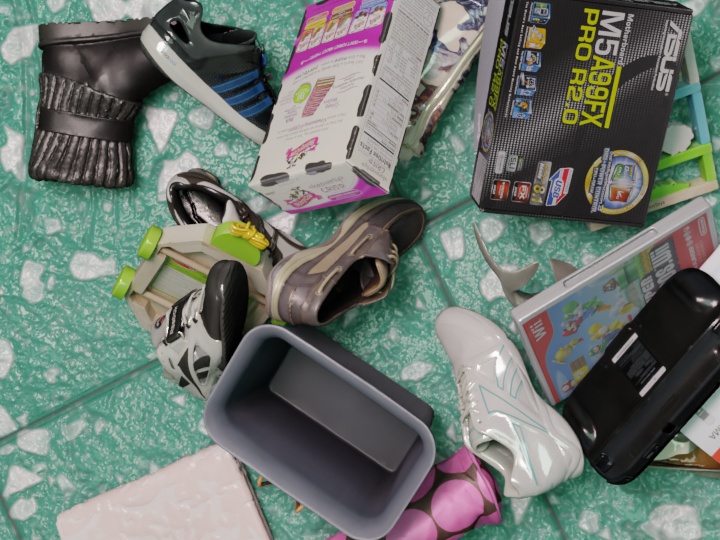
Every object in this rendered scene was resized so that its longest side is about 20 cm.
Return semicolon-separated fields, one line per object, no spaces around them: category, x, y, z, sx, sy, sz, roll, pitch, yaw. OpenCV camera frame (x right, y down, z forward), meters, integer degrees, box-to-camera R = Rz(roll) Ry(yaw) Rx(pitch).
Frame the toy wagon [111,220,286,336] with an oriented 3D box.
toy wagon;-0.137;0.010;1.285;0.154;0.040;0.200;27;136;-14

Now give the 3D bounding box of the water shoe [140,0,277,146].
water shoe;-0.110;-0.180;1.280;0.199;0.072;0.079;33;104;-38

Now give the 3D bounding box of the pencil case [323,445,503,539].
pencil case;0.045;0.251;1.304;0.199;0.094;0.091;-33;42;6

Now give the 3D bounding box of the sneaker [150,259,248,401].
sneaker;-0.151;0.056;1.252;0.088;0.201;0.075;17;51;3

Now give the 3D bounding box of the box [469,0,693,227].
box;0.192;-0.145;1.215;0.158;0.044;0.202;6;111;-11

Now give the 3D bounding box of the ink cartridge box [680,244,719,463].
ink cartridge box;0.342;0.094;1.205;0.160;0.047;0.200;-52;50;20

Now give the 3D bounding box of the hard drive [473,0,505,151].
hard drive;0.178;-0.200;1.262;0.133;0.042;0.202;2;109;-15

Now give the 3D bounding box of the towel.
towel;-0.178;0.291;1.356;0.199;0.032;0.193;-24;88;7

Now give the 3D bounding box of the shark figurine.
shark figurine;0.185;0.012;1.281;0.213;0.090;0.129;1;132;-27

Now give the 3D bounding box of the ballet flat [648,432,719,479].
ballet flat;0.318;0.163;1.280;0.198;0.064;0.068;2;93;7

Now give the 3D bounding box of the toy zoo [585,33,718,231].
toy zoo;0.249;-0.148;1.259;0.130;0.020;0.202;-19;114;-2

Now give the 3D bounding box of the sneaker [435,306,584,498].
sneaker;0.122;0.120;1.275;0.080;0.071;0.201;-26;67;-22

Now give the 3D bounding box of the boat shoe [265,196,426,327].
boat shoe;0.000;0.000;1.270;0.073;0.200;0.075;28;138;32

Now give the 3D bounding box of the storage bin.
storage bin;-0.028;0.141;1.267;0.199;0.134;0.146;33;104;7

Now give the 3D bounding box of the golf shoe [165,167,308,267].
golf shoe;-0.112;-0.020;1.318;0.199;0.094;0.078;37;93;4

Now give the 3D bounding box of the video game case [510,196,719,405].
video game case;0.240;0.031;1.250;0.199;0.143;0.017;-31;48;-1

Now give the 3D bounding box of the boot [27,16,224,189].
boot;-0.220;-0.158;1.337;0.209;0.079;0.160;0;87;12

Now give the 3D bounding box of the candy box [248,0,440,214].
candy box;-0.013;-0.159;1.252;0.136;0.061;0.202;-8;57;47

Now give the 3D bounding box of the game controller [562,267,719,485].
game controller;0.261;0.094;1.229;0.201;0.042;0.105;-53;41;21

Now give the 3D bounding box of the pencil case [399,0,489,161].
pencil case;0.074;-0.199;1.297;0.078;0.089;0.201;32;93;-31
